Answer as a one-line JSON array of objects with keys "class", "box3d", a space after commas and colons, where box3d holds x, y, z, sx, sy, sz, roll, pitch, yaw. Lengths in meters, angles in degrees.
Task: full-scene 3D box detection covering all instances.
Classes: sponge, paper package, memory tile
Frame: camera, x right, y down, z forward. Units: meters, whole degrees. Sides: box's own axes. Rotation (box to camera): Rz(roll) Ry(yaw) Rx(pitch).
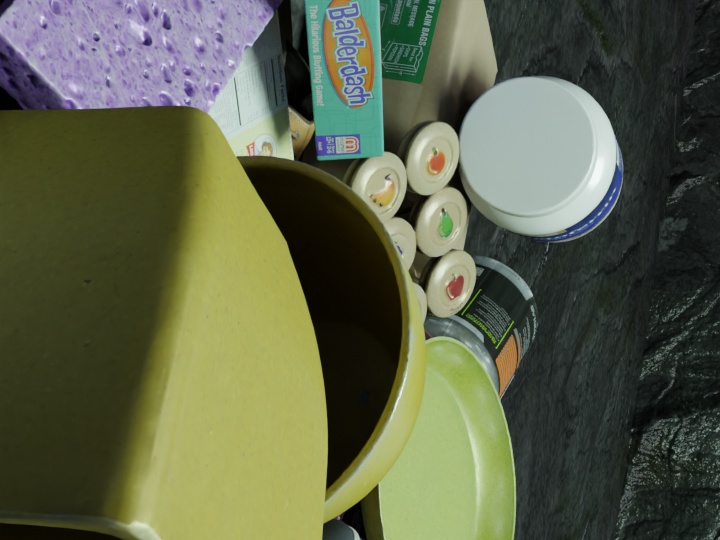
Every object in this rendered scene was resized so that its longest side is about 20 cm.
[{"class": "sponge", "box3d": [-0.109, -0.138, 0.663, 0.112, 0.030, 0.200, 47, 44, -24]}, {"class": "paper package", "box3d": [0.034, -0.111, 0.983, 0.191, 0.103, 0.201, 60, 40, -69]}, {"class": "memory tile", "box3d": [0.000, 0.000, 0.830, 0.200, 0.017, 0.154, -32, 127, -31]}]

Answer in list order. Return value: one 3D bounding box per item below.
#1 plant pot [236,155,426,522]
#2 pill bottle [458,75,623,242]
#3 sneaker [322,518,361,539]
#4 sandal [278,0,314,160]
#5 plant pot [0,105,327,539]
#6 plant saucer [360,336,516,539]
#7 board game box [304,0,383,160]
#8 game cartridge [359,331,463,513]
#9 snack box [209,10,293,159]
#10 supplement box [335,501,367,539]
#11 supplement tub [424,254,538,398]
[{"class": "plant pot", "box3d": [-0.044, 0.057, 0.693, 0.142, 0.199, 0.201, 41, 57, -62]}, {"class": "pill bottle", "box3d": [0.134, -0.082, 0.953, 0.200, 0.115, 0.116, 6, 90, -76]}, {"class": "sneaker", "box3d": [-0.091, 0.166, 0.682, 0.199, 0.078, 0.080, -22, 105, -24]}, {"class": "sandal", "box3d": [-0.053, -0.120, 0.841, 0.082, 0.054, 0.201, -39, 137, -62]}, {"class": "plant pot", "box3d": [-0.118, 0.042, 0.545, 0.196, 0.193, 0.201, 64, 33, -54]}, {"class": "plant saucer", "box3d": [0.051, 0.146, 0.869, 0.200, 0.031, 0.201, 21, 65, -56]}, {"class": "board game box", "box3d": [-0.013, -0.191, 0.788, 0.152, 0.045, 0.200, 87, 0, -46]}, {"class": "game cartridge", "box3d": [-0.004, 0.067, 0.908, 0.200, 0.038, 0.130, 44, 48, -19]}, {"class": "snack box", "box3d": [-0.087, -0.053, 0.770, 0.116, 0.037, 0.201, -36, 130, -46]}, {"class": "supplement box", "box3d": [-0.046, 0.179, 0.865, 0.200, 0.110, 0.086, 62, 39, -55]}, {"class": "supplement tub", "box3d": [0.081, 0.074, 1.157, 0.200, 0.122, 0.123, -44, 136, -59]}]
